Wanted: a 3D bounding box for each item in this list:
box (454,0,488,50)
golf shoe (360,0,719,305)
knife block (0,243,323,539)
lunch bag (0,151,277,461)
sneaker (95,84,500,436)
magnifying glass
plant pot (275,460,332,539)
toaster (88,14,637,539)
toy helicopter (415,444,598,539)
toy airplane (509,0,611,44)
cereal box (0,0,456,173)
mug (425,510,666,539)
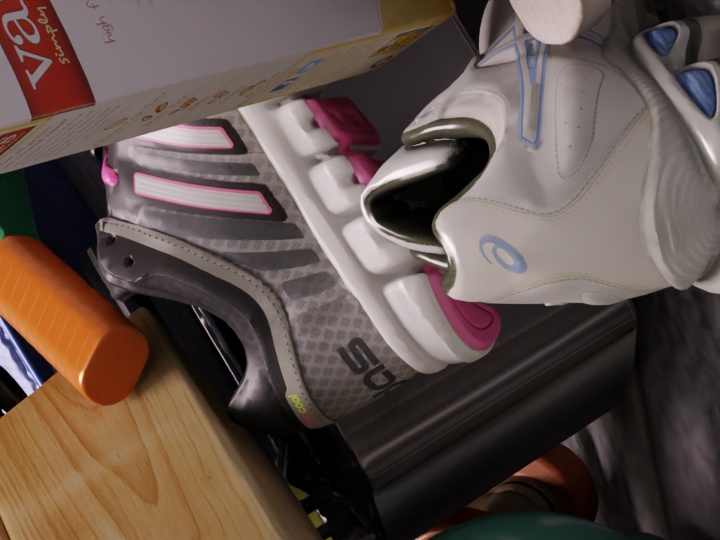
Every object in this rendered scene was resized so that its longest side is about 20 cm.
[{"bbox_3d":[0.038,-0.116,0.815,0.200,0.041,0.039,99,156,-77],"label":"box"},{"bbox_3d":[0.042,-0.041,0.683,0.200,0.097,0.079,-120,16,-73],"label":"golf shoe"},{"bbox_3d":[-0.056,0.056,0.757,0.064,0.199,0.176,50,-135,-31],"label":"knife block"},{"bbox_3d":[-0.130,0.026,0.967,0.136,0.132,0.200,-41,75,37],"label":"lunch bag"},{"bbox_3d":[-0.051,-0.035,0.722,0.200,0.087,0.074,53,-167,6],"label":"sneaker"},{"bbox_3d":[-0.117,-0.007,0.806,0.200,0.022,0.080,37,102,55],"label":"magnifying glass"},{"bbox_3d":[-0.017,0.007,1.049,0.187,0.186,0.201,-112,21,-52],"label":"plant pot"},{"bbox_3d":[0.000,0.000,0.849,0.200,0.118,0.181,59,175,13],"label":"toaster"},{"bbox_3d":[0.027,0.160,0.990,0.133,0.200,0.079,59,-144,-5],"label":"toy helicopter"},{"bbox_3d":[-0.004,-0.167,0.591,0.201,0.141,0.199,62,175,23],"label":"toy airplane"},{"bbox_3d":[-0.069,-0.104,0.626,0.200,0.039,0.144,-23,-97,-56],"label":"cereal box"},{"bbox_3d":[0.053,0.135,0.752,0.114,0.152,0.186,-42,37,38],"label":"mug"}]
